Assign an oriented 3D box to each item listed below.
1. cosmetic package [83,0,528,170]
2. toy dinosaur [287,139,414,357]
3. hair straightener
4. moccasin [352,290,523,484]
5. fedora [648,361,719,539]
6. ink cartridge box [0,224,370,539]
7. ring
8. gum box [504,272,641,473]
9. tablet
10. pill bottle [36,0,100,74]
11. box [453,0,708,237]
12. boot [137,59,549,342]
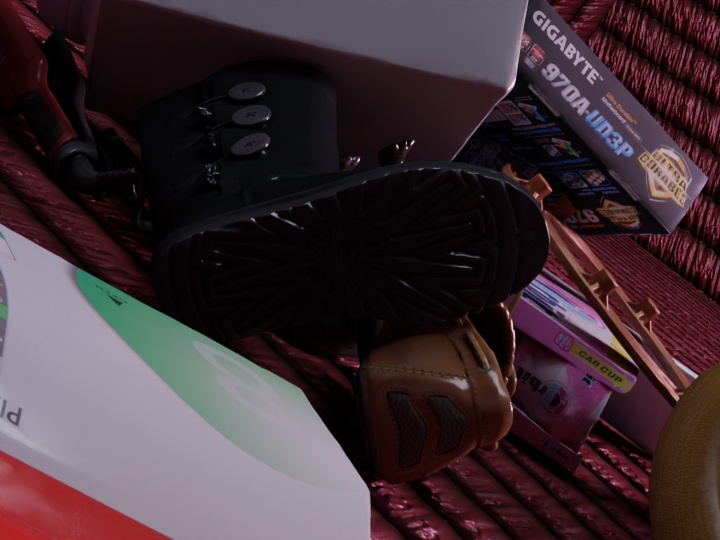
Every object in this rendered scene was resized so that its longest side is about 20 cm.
[{"bbox_3d":[-0.029,-0.140,1.170,0.198,0.124,0.200,13,-15,-7],"label":"cosmetic package"},{"bbox_3d":[0.000,0.000,1.099,0.200,0.077,0.103,-18,85,-65],"label":"toy dinosaur"},{"bbox_3d":[-0.131,-0.072,1.120,0.077,0.041,0.200,29,9,-35],"label":"hair straightener"},{"bbox_3d":[0.037,0.034,0.987,0.077,0.074,0.201,-10,7,2],"label":"moccasin"},{"bbox_3d":[0.227,0.128,1.078,0.200,0.201,0.082,37,-23,20],"label":"fedora"},{"bbox_3d":[-0.062,0.053,0.618,0.161,0.050,0.200,31,6,-27],"label":"ink cartridge box"},{"bbox_3d":[0.146,0.017,1.283,0.201,0.019,0.200,51,9,-11],"label":"ring"},{"bbox_3d":[0.092,0.043,1.282,0.113,0.066,0.200,34,7,4],"label":"gum box"},{"bbox_3d":[0.131,0.047,1.436,0.200,0.014,0.130,35,-22,2],"label":"tablet"},{"bbox_3d":[-0.094,-0.129,1.378,0.200,0.111,0.111,37,7,15],"label":"pill bottle"},{"bbox_3d":[0.089,-0.087,1.370,0.159,0.046,0.200,44,-20,-21],"label":"box"},{"bbox_3d":[-0.014,-0.039,1.004,0.164,0.066,0.200,-6,20,-4],"label":"boot"}]
